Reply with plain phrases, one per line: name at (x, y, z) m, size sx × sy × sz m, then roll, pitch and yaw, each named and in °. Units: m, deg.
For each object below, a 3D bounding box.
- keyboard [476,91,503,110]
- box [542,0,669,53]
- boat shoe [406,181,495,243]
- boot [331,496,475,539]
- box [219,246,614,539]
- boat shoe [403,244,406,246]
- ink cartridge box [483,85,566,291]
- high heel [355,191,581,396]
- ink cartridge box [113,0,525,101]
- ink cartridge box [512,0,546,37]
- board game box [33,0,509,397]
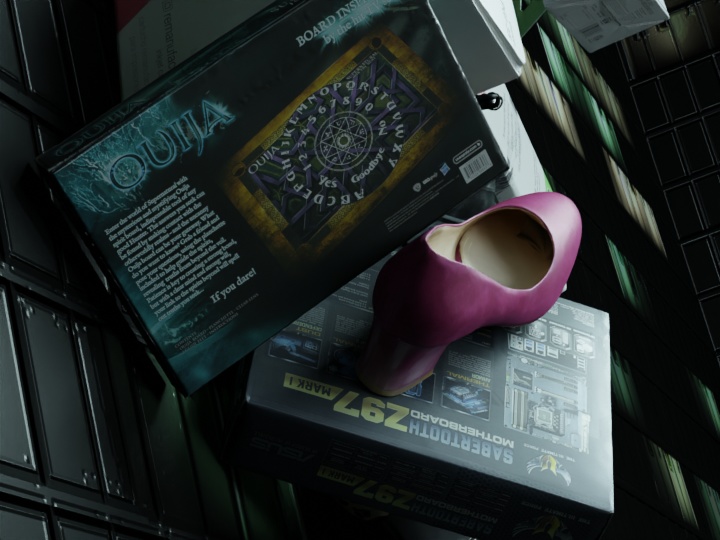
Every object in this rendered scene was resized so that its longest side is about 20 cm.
keyboard at (0.066, -0.069, 1.287) m, size 0.200 × 0.020 × 0.128 m, roll -176°, pitch -73°, yaw -80°
box at (0.131, -0.255, 1.210) m, size 0.117 × 0.060 × 0.201 m, roll 24°, pitch 46°, yaw -66°
boat shoe at (0.022, -0.062, 1.121) m, size 0.072 × 0.071 × 0.200 m, roll 13°, pitch 9°, yaw -39°
boot at (0.032, 0.109, 1.122) m, size 0.154 × 0.073 × 0.204 m, roll 54°, pitch 20°, yaw -35°
box at (0.035, 0.060, 0.985) m, size 0.158 × 0.199 × 0.051 m, roll -83°, pitch -168°, yaw -51°
boat shoe at (0.000, 0.000, 1.149) m, size 0.085 × 0.068 × 0.200 m, roll 65°, pitch 17°, yaw -15°
ink cartridge box at (0.095, -0.084, 1.539) m, size 0.146 × 0.084 × 0.201 m, roll -81°, pitch 148°, yaw -60°
high heel at (0.070, -0.015, 0.965) m, size 0.067 × 0.096 × 0.200 m, roll 42°, pitch 45°, yaw 19°
ink cartridge box at (-0.027, -0.143, 0.997) m, size 0.083 × 0.199 × 0.147 m, roll 49°, pitch 25°, yaw -50°
ink cartridge box at (0.060, -0.158, 1.315) m, size 0.048 × 0.200 × 0.146 m, roll 31°, pitch 29°, yaw -14°
board game box at (-0.037, -0.051, 0.884) m, size 0.136 × 0.200 × 0.028 m, roll 62°, pitch -14°, yaw -26°
